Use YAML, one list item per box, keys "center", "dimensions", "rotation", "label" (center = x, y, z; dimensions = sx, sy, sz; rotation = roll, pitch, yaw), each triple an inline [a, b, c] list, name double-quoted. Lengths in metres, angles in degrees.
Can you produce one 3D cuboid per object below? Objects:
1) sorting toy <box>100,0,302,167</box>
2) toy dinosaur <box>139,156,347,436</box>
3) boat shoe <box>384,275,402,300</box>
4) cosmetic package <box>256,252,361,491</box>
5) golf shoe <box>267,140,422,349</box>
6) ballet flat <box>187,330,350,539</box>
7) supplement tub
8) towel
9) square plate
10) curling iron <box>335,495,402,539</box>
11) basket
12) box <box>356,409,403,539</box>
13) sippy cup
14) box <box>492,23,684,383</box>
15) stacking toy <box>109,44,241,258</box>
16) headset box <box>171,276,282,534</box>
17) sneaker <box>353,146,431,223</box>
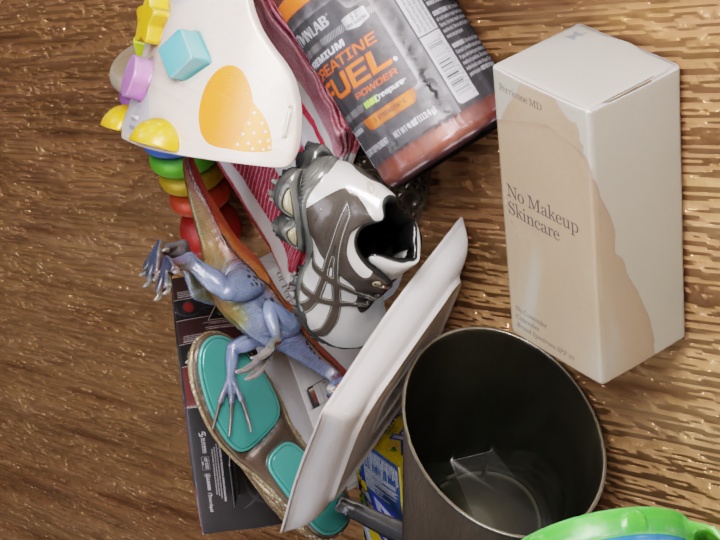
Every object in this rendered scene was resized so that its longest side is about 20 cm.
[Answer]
- center: [-0.112, -0.175, 1.406]
  dimensions: [0.200, 0.106, 0.181]
  rotation: [-155, 71, -69]
  label: "sorting toy"
- center: [-0.071, 0.029, 1.519]
  dimensions: [0.105, 0.181, 0.201]
  rotation: [0, 72, 68]
  label: "toy dinosaur"
- center: [-0.030, -0.065, 1.535]
  dimensions: [0.068, 0.072, 0.201]
  rotation: [-28, 87, 60]
  label: "boat shoe"
- center: [-0.032, 0.078, 1.648]
  dimensions: [0.051, 0.082, 0.201]
  rotation: [0, 115, 53]
  label: "cosmetic package"
- center: [0.000, 0.000, 1.408]
  dimensions: [0.094, 0.078, 0.200]
  rotation: [19, 152, 26]
  label: "golf shoe"
- center: [-0.084, 0.136, 1.607]
  dimensions: [0.200, 0.070, 0.065]
  rotation: [58, 155, -11]
  label: "ballet flat"
- center: [0.012, -0.164, 1.335]
  dimensions: [0.200, 0.107, 0.107]
  rotation: [58, 152, 1]
  label: "supplement tub"
- center: [-0.059, -0.097, 1.478]
  dimensions: [0.144, 0.023, 0.200]
  rotation: [59, 150, 25]
  label: "towel"
- center: [0.015, 0.083, 1.463]
  dimensions: [0.028, 0.200, 0.198]
  rotation: [31, 148, 8]
  label: "square plate"
- center: [0.066, 0.235, 1.579]
  dimensions: [0.200, 0.050, 0.026]
  rotation: [34, 179, -7]
  label: "curling iron"
- center: [0.094, 0.172, 1.473]
  dimensions: [0.200, 0.135, 0.181]
  rotation: [95, 155, -51]
  label: "basket"
- center: [0.045, 0.208, 1.643]
  dimensions: [0.064, 0.070, 0.201]
  rotation: [36, 142, 43]
  label: "box"
- center: [0.172, 0.243, 1.341]
  dimensions: [0.178, 0.139, 0.131]
  rotation: [-36, 55, 38]
  label: "sippy cup"
- center: [0.145, -0.042, 1.257]
  dimensions: [0.095, 0.078, 0.201]
  rotation: [31, 139, 45]
  label: "box"
- center: [-0.145, -0.098, 1.704]
  dimensions: [0.085, 0.085, 0.201]
  rotation: [27, 143, 47]
  label: "stacking toy"
- center: [-0.116, 0.119, 1.739]
  dimensions: [0.200, 0.075, 0.149]
  rotation: [-104, 8, -52]
  label: "headset box"
- center: [0.004, -0.115, 1.462]
  dimensions: [0.076, 0.070, 0.201]
  rotation: [-133, 33, -59]
  label: "sneaker"
